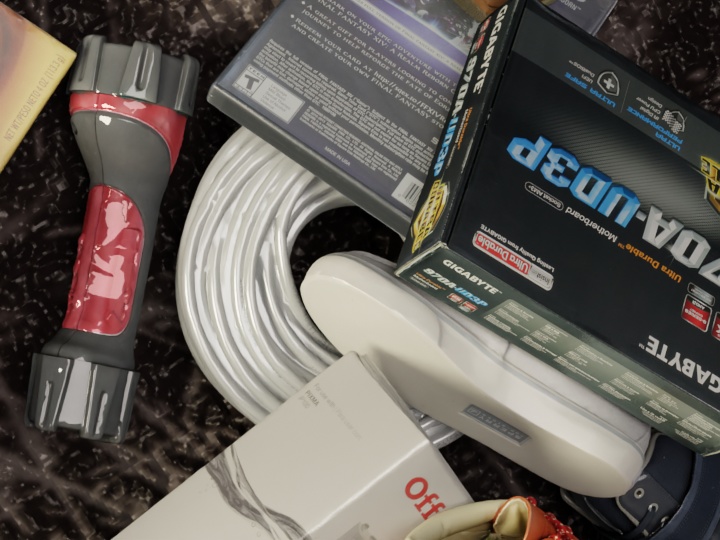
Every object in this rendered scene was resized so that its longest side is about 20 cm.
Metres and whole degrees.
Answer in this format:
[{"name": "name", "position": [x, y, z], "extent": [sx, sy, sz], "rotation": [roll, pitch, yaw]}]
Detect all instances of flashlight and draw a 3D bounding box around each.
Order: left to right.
[{"name": "flashlight", "position": [-0.130, -0.015, 1.103], "extent": [0.068, 0.068, 0.200], "rotation": [13, 84, -17]}]

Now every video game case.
[{"name": "video game case", "position": [0.031, -0.115, 1.127], "extent": [0.143, 0.019, 0.200], "rotation": [35, 56, 2]}]

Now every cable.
[{"name": "cable", "position": [0.000, 0.000, 1.142], "extent": [0.200, 0.069, 0.200], "rotation": [19, 85, -15]}]

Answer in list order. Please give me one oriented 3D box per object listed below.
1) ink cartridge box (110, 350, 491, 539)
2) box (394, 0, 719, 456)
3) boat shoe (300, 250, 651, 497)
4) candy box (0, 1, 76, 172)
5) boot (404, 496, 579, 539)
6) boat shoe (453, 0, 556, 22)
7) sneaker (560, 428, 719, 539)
[{"name": "ink cartridge box", "position": [-0.033, 0.158, 1.071], "extent": [0.200, 0.083, 0.147], "rotation": [-38, 133, -4]}, {"name": "box", "position": [0.127, -0.023, 1.091], "extent": [0.200, 0.046, 0.159], "rotation": [31, 59, -18]}, {"name": "boat shoe", "position": [0.065, 0.038, 1.093], "extent": [0.200, 0.072, 0.069], "rotation": [29, 60, -8]}, {"name": "candy box", "position": [-0.244, -0.054, 1.075], "extent": [0.117, 0.056, 0.200], "rotation": [34, 78, -13]}, {"name": "boot", "position": [0.099, 0.154, 1.050], "extent": [0.200, 0.075, 0.107], "rotation": [-8, 120, -28]}, {"name": "boat shoe", "position": [0.114, -0.210, 1.153], "extent": [0.076, 0.074, 0.200], "rotation": [41, 58, 6]}, {"name": "sneaker", "position": [0.157, 0.180, 1.173], "extent": [0.146, 0.077, 0.203], "rotation": [33, 70, -24]}]
